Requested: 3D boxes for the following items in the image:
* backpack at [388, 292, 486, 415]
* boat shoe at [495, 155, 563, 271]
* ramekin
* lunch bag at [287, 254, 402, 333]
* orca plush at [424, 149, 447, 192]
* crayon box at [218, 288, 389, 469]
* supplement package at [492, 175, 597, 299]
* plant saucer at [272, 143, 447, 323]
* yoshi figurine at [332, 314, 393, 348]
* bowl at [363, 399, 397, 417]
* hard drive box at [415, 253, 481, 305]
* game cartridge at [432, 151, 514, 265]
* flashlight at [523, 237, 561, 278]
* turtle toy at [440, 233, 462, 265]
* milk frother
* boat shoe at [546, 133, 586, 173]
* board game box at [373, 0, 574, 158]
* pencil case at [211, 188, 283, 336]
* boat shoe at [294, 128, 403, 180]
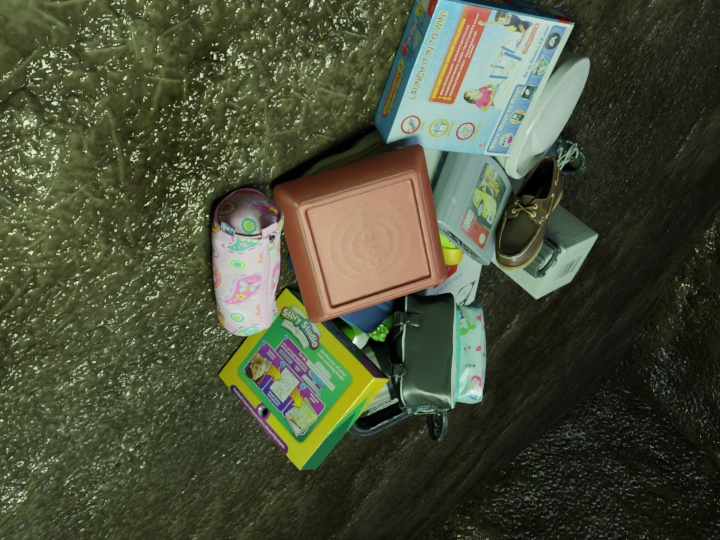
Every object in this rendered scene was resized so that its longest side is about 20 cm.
[{"bbox_3d":[0.109,0.127,1.148,0.150,0.178,0.200,4,165,-4],"label":"backpack"},{"bbox_3d":[0.253,-0.091,1.167,0.200,0.070,0.070,-61,152,-31],"label":"boat shoe"},{"bbox_3d":[0.249,-0.246,1.154,0.202,0.094,0.203,-49,161,-23],"label":"ramekin"},{"bbox_3d":[0.000,0.000,1.112,0.136,0.132,0.200,-48,154,2],"label":"lunch bag"},{"bbox_3d":[0.076,-0.114,1.107,0.105,0.071,0.201,-3,94,-39],"label":"orca plush"},{"bbox_3d":[-0.086,0.155,1.119,0.173,0.200,0.058,-51,154,8],"label":"crayon box"},{"bbox_3d":[0.296,-0.067,1.378,0.117,0.200,0.118,-21,144,-41],"label":"supplement package"},{"bbox_3d":[0.009,-0.038,0.983,0.199,0.037,0.200,-17,115,-7],"label":"plant saucer"},{"bbox_3d":[0.016,0.096,1.256,0.200,0.112,0.112,-49,126,-14],"label":"yoshi figurine"},{"bbox_3d":[0.058,0.204,1.514,0.201,0.094,0.201,-36,151,-23],"label":"bowl"},{"bbox_3d":[0.141,0.016,1.403,0.156,0.077,0.200,-35,151,-23],"label":"hard drive box"},{"bbox_3d":[0.168,-0.099,1.134,0.200,0.041,0.134,31,75,-56],"label":"game cartridge"},{"bbox_3d":[0.240,-0.070,1.292,0.068,0.200,0.068,-45,153,-3],"label":"flashlight"},{"bbox_3d":[0.125,-0.089,1.200,0.200,0.101,0.146,-23,123,-47],"label":"turtle toy"},{"bbox_3d":[0.036,0.215,1.303,0.188,0.181,0.200,-22,-169,-7],"label":"milk frother"},{"bbox_3d":[0.367,-0.215,1.435,0.075,0.062,0.200,-53,152,16],"label":"boat shoe"},{"bbox_3d":[0.140,-0.249,0.982,0.195,0.056,0.200,2,130,-25],"label":"board game box"},{"bbox_3d":[-0.139,-0.005,0.955,0.087,0.087,0.200,-29,149,-31],"label":"pencil case"},{"bbox_3d":[-0.015,-0.112,1.000,0.200,0.076,0.072,-39,152,-16],"label":"boat shoe"}]
